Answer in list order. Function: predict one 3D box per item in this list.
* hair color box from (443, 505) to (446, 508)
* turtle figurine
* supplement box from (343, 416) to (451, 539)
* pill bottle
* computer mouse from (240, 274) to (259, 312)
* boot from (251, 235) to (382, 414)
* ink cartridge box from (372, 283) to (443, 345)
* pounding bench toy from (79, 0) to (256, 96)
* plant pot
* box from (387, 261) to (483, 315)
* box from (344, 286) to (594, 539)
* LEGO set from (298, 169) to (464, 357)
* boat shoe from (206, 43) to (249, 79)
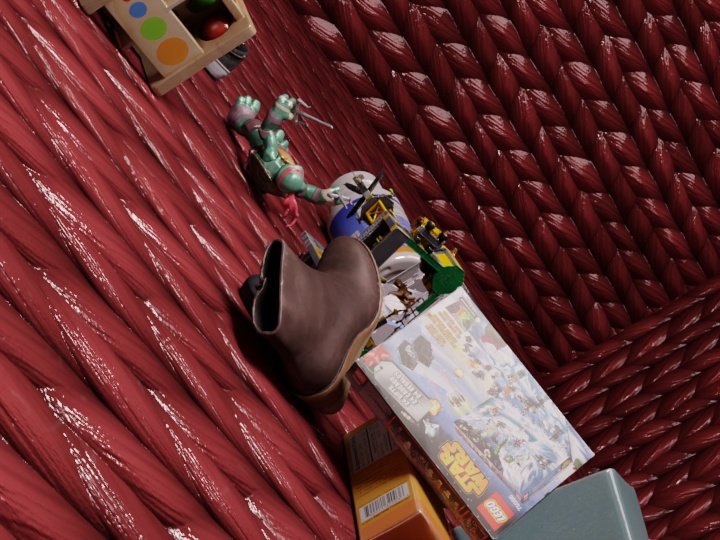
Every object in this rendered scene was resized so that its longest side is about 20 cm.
[{"bbox_3d":[0.096,0.174,1.462,0.200,0.060,0.101,125,-29,-70],"label":"hair color box"},{"bbox_3d":[-0.091,-0.135,1.740,0.200,0.100,0.150,43,-23,56],"label":"turtle figurine"},{"bbox_3d":[0.033,0.206,1.350,0.067,0.069,0.200,57,10,-21],"label":"supplement box"},{"bbox_3d":[0.018,-0.043,2.024,0.112,0.112,0.200,51,11,-46],"label":"pill bottle"},{"bbox_3d":[-0.057,0.064,1.435,0.200,0.034,0.059,50,11,-50],"label":"computer mouse"},{"bbox_3d":[-0.040,0.016,1.354,0.167,0.072,0.201,60,31,-50],"label":"boot"},{"bbox_3d":[0.057,0.072,1.667,0.199,0.039,0.100,15,57,-36],"label":"ink cartridge box"},{"bbox_3d":[-0.212,-0.308,1.530,0.156,0.124,0.200,51,11,-45],"label":"pounding bench toy"},{"bbox_3d":[0.245,0.363,1.666,0.196,0.195,0.201,41,28,-66],"label":"plant pot"},{"bbox_3d":[0.070,0.082,1.732,0.200,0.043,0.161,-31,89,-46],"label":"box"},{"bbox_3d":[0.099,0.132,1.337,0.200,0.137,0.040,52,-29,9],"label":"box"},{"bbox_3d":[0.000,0.000,1.539,0.153,0.200,0.116,30,19,-35],"label":"LEGO set"},{"bbox_3d":[-0.202,-0.317,1.844,0.200,0.066,0.070,51,11,-48],"label":"boat shoe"}]
